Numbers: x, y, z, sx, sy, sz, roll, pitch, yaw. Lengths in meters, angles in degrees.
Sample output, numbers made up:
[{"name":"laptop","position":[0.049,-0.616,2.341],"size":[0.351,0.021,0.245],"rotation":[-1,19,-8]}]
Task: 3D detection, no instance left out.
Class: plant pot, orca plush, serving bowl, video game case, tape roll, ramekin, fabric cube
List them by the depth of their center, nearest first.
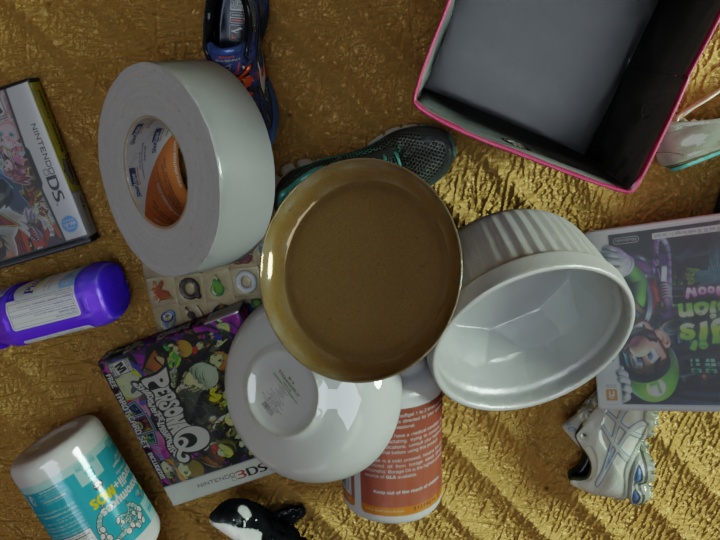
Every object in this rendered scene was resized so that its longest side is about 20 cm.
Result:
[{"name":"fabric cube","position":[0.166,-0.205,0.666],"size":[0.195,0.200,0.201],"rotation":[21,107,-2]},{"name":"plant pot","position":[0.000,0.000,0.702],"size":[0.198,0.027,0.202],"rotation":[-2,85,24]},{"name":"video game case","position":[0.315,0.041,0.734],"size":[0.199,0.023,0.184],"rotation":[-7,85,39]},{"name":"tape roll","position":[-0.171,-0.098,0.742],"size":[0.199,0.066,0.202],"rotation":[14,112,40]},{"name":"ramekin","position":[0.151,0.034,0.751],"size":[0.198,0.106,0.201],"rotation":[-7,134,-8]},{"name":"serving bowl","position":[-0.061,0.117,0.768],"size":[0.198,0.066,0.202],"rotation":[1,92,28]},{"name":"video game case","position":[-0.409,-0.093,0.845],"size":[0.198,0.026,0.182],"rotation":[-15,104,9]},{"name":"video game case","position":[-0.175,0.156,0.885],"size":[0.180,0.036,0.201],"rotation":[-19,105,10]},{"name":"orca plush","position":[-0.078,0.315,0.909],"size":[0.199,0.105,0.071],"rotation":[34,75,-2]}]

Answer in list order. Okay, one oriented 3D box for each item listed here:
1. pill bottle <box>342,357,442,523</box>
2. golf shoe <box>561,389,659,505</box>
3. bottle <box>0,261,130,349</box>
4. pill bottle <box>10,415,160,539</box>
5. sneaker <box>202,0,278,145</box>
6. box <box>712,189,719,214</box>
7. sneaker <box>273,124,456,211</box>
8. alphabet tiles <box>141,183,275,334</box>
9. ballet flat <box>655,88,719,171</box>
[{"name":"pill bottle","position":[0.033,0.156,0.828],"size":[0.111,0.112,0.202],"rotation":[0,106,5]},{"name":"golf shoe","position":[0.266,0.157,0.828],"size":[0.096,0.078,0.202],"rotation":[1,105,12]},{"name":"bottle","position":[-0.358,0.044,0.850],"size":[0.198,0.084,0.066],"rotation":[-14,105,10]},{"name":"pill bottle","position":[-0.307,0.279,0.899],"size":[0.110,0.111,0.201],"rotation":[-24,103,12]},{"name":"sneaker","position":[-0.126,-0.200,0.759],"size":[0.075,0.078,0.202],"rotation":[-3,106,7]},{"name":"box","position":[0.418,-0.005,0.762],"size":[0.140,0.079,0.202],"rotation":[9,107,1]},{"name":"sneaker","position":[0.001,-0.088,0.772],"size":[0.198,0.091,0.078],"rotation":[-19,104,10]},{"name":"alphabet tiles","position":[-0.161,0.000,0.858],"size":[0.165,0.006,0.202],"rotation":[-7,105,8]},{"name":"ballet flat","position":[0.377,-0.151,0.732],"size":[0.198,0.067,0.064],"rotation":[-16,93,9]}]
